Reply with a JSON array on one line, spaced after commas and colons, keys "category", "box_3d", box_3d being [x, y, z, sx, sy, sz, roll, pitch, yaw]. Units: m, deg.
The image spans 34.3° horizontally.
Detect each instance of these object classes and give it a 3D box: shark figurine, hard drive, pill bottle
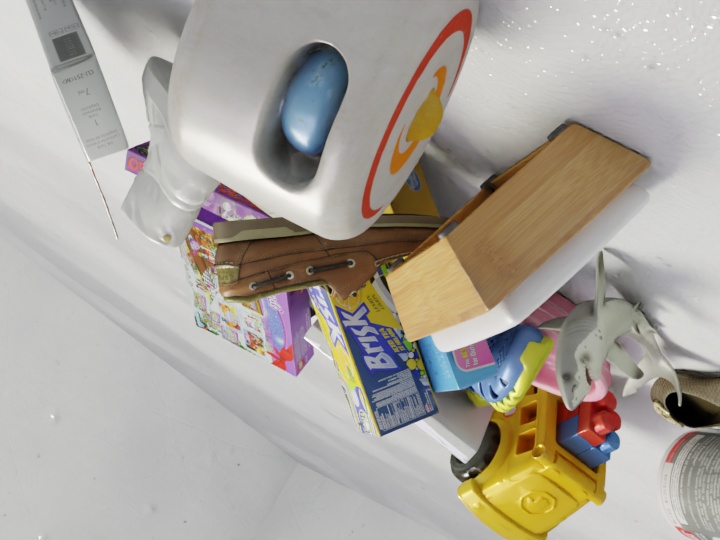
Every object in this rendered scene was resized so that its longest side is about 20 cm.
[{"category": "shark figurine", "box_3d": [0.203, 0.056, 1.012, 0.089, 0.129, 0.214, -9, 170, 35]}, {"category": "hard drive", "box_3d": [0.045, 0.099, 1.185, 0.200, 0.027, 0.132, 37, -156, 1]}, {"category": "pill bottle", "box_3d": [0.379, 0.210, 1.092, 0.114, 0.114, 0.200, 36, 165, -15]}]

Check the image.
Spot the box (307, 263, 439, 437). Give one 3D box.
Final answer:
[{"category": "box", "box_3d": [0.001, 0.045, 1.057, 0.201, 0.064, 0.070, 71, 163, -3]}]

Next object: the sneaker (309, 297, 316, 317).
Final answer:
[{"category": "sneaker", "box_3d": [-0.104, -0.029, 1.267, 0.201, 0.079, 0.074, 63, -177, -9]}]

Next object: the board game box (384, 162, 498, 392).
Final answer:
[{"category": "board game box", "box_3d": [0.046, 0.011, 1.059, 0.201, 0.040, 0.153, 69, 163, 2]}]

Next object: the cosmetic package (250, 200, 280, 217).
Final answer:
[{"category": "cosmetic package", "box_3d": [-0.049, -0.108, 0.989, 0.103, 0.087, 0.200, 40, 164, -23]}]

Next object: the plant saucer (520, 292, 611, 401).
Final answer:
[{"category": "plant saucer", "box_3d": [0.164, 0.058, 1.164, 0.200, 0.051, 0.201, 30, 164, 9]}]

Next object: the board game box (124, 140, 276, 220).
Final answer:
[{"category": "board game box", "box_3d": [-0.120, -0.089, 1.163, 0.199, 0.120, 0.032, 26, 125, 20]}]

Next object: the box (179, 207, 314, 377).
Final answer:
[{"category": "box", "box_3d": [-0.118, 0.014, 1.209, 0.136, 0.039, 0.200, 26, 146, 20]}]

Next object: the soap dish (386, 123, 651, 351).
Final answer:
[{"category": "soap dish", "box_3d": [0.105, -0.021, 0.853, 0.081, 0.157, 0.200, 49, 164, -2]}]

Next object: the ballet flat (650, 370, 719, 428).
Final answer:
[{"category": "ballet flat", "box_3d": [0.320, 0.126, 1.075, 0.067, 0.046, 0.200, 35, 165, -9]}]

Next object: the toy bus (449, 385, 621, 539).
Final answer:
[{"category": "toy bus", "box_3d": [0.210, 0.172, 1.281, 0.136, 0.200, 0.192, 36, 129, -20]}]

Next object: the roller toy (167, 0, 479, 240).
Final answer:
[{"category": "roller toy", "box_3d": [-0.014, -0.117, 0.702, 0.139, 0.183, 0.200, 28, 165, 10]}]

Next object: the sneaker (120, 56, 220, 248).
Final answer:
[{"category": "sneaker", "box_3d": [-0.172, -0.100, 1.004, 0.073, 0.116, 0.200, 23, -157, -28]}]

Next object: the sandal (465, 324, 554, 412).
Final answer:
[{"category": "sandal", "box_3d": [0.116, 0.083, 1.103, 0.087, 0.080, 0.200, 37, 163, -4]}]

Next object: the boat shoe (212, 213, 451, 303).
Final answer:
[{"category": "boat shoe", "box_3d": [-0.020, -0.010, 0.940, 0.199, 0.068, 0.072, -4, -179, -13]}]

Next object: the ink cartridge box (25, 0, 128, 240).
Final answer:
[{"category": "ink cartridge box", "box_3d": [-0.248, -0.150, 1.063, 0.200, 0.043, 0.174, -123, 15, -51]}]
